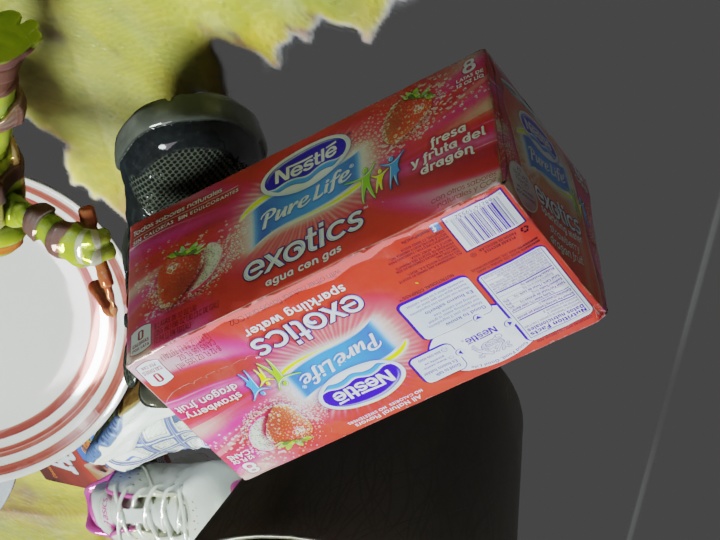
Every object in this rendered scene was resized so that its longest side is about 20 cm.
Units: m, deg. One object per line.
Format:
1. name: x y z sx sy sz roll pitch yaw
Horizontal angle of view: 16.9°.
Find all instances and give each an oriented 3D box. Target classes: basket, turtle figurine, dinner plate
1. basket: 0.009 0.129 1.248 0.180 0.200 0.136 17 126 4
2. turtle figurine: -0.195 -0.065 1.213 0.200 0.064 0.162 41 149 38
3. dinner plate: -0.223 0.030 1.354 0.200 0.024 0.201 -4 115 -8

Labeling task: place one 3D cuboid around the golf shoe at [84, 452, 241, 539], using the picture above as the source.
1. golf shoe: -0.112 0.149 1.456 0.091 0.076 0.200 -2 176 -17

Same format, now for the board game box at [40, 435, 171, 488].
1. board game box: -0.187 0.083 1.528 0.103 0.019 0.200 10 148 24

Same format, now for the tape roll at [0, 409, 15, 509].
1. tape roll: -0.298 0.081 1.449 0.200 0.066 0.201 2 131 3

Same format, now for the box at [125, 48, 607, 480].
1. box: 0.000 0.000 1.101 0.200 0.096 0.100 -26 130 20

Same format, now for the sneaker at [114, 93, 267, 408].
1. sneaker: -0.082 -0.005 1.197 0.076 0.114 0.200 -5 154 -12

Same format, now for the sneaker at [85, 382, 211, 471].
1. sneaker: -0.095 0.083 1.404 0.088 0.075 0.200 29 151 -11
